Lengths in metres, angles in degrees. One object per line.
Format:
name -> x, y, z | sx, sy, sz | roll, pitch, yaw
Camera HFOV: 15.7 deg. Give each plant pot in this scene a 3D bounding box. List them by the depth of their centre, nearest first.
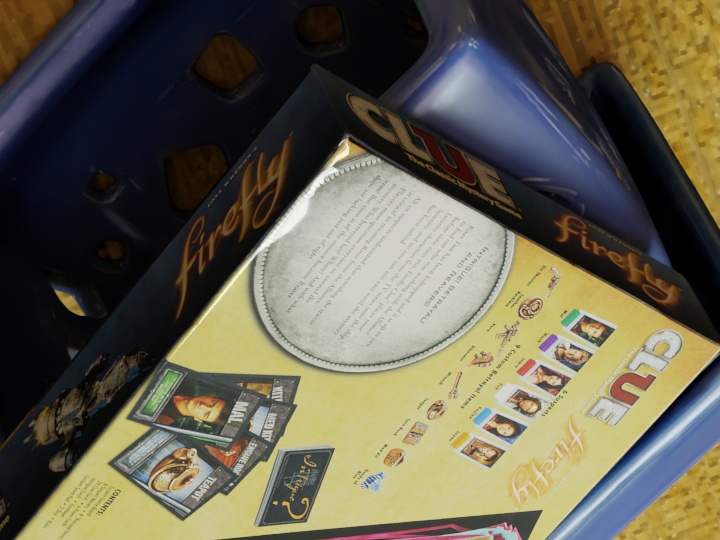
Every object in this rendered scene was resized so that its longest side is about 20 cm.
plant pot -> 0.000, 0.000, 0.799 | 0.180, 0.200, 0.200 | 36, 107, -30

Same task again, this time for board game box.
board game box -> -0.019, 0.056, 0.689 | 0.135, 0.035, 0.200 | 28, 113, -33
